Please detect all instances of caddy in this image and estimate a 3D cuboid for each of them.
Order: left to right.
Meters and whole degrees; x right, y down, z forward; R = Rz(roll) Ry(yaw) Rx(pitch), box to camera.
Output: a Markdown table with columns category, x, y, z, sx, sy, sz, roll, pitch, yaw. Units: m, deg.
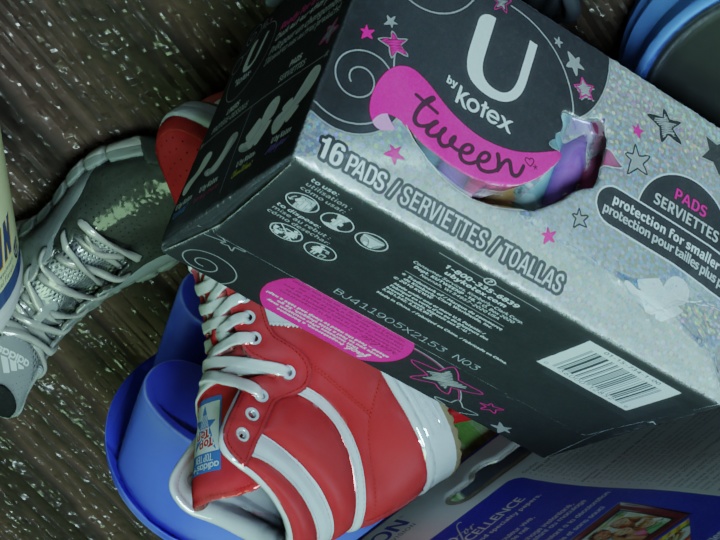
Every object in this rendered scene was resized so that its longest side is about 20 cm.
| category | x | y | z | sx | sy | sz | roll | pitch | yaw |
| --- | --- | --- | --- | --- | --- | --- | --- | --- | --- |
| caddy | -0.029 | 0.084 | 0.993 | 0.199 | 0.142 | 0.105 | 16 | 137 | 1 |

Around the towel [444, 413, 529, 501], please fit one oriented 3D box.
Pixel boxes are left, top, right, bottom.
| category | x | y | z | sx | sy | sz | roll | pitch | yaw |
| --- | --- | --- | --- | --- | --- | --- | --- | --- | --- |
| towel | 0.132 | 0.110 | 0.885 | 0.200 | 0.148 | 0.031 | 44 | 148 | 42 |

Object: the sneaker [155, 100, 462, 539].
| category | x | y | z | sx | sy | sz | roll | pitch | yaw |
| --- | --- | --- | --- | --- | --- | --- | --- | --- | --- |
| sneaker | -0.053 | 0.028 | 0.833 | 0.201 | 0.112 | 0.071 | 55 | 148 | 7 |

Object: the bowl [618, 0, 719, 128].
| category | x | y | z | sx | sy | sz | roll | pitch | yaw |
| --- | --- | --- | --- | --- | --- | --- | --- | --- | --- |
| bowl | 0.203 | -0.065 | 0.810 | 0.199 | 0.040 | 0.201 | 10 | 141 | 8 |

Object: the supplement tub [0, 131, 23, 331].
| category | x | y | z | sx | sy | sz | roll | pitch | yaw |
| --- | --- | --- | --- | --- | --- | --- | --- | --- | --- |
| supplement tub | -0.232 | -0.060 | 0.876 | 0.144 | 0.145 | 0.201 | 8 | 129 | 11 |

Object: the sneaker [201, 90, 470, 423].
| category | x | y | z | sx | sy | sz | roll | pitch | yaw |
| --- | --- | --- | --- | --- | --- | --- | --- | --- | --- |
| sneaker | 0.000 | 0.000 | 0.900 | 0.199 | 0.116 | 0.078 | 23 | 141 | -7 |

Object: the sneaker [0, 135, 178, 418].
| category | x | y | z | sx | sy | sz | roll | pitch | yaw |
| --- | --- | --- | --- | --- | --- | --- | --- | --- | --- |
| sneaker | -0.148 | 0.018 | 0.975 | 0.075 | 0.116 | 0.199 | 38 | 137 | -24 |

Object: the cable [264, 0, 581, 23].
| category | x | y | z | sx | sy | sz | roll | pitch | yaw |
| --- | --- | --- | --- | --- | --- | --- | --- | --- | --- |
| cable | 0.029 | -0.158 | 0.753 | 0.162 | 0.051 | 0.200 | 21 | 141 | -5 |

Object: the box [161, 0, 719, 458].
| category | x | y | z | sx | sy | sz | roll | pitch | yaw |
| --- | --- | --- | --- | --- | --- | --- | --- | --- | --- |
| box | 0.046 | -0.027 | 0.786 | 0.199 | 0.115 | 0.132 | 28 | 154 | -19 |

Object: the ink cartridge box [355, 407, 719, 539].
| category | x | y | z | sx | sy | sz | roll | pitch | yaw |
| --- | --- | --- | --- | --- | --- | --- | --- | --- | --- |
| ink cartridge box | 0.107 | 0.104 | 0.812 | 0.199 | 0.197 | 0.047 | -3 | 115 | 57 |
